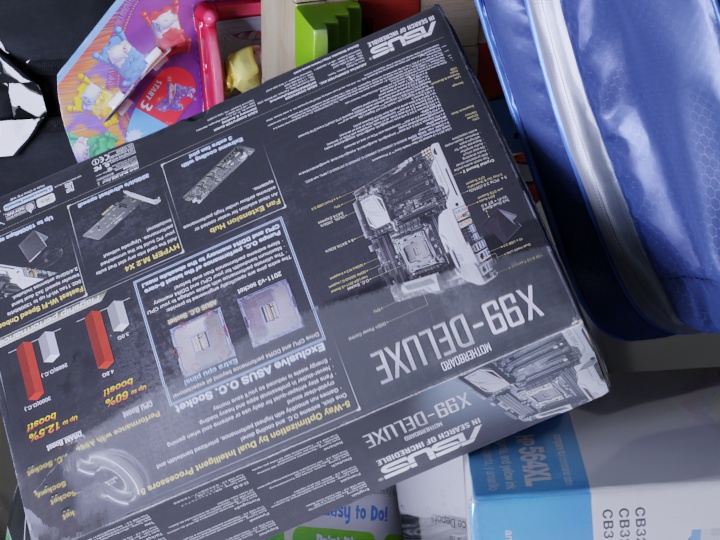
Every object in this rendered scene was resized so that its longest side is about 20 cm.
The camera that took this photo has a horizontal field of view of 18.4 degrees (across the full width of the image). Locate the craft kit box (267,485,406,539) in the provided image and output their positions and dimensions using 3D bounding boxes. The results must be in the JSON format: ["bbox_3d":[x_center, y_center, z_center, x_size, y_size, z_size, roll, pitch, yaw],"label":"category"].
[{"bbox_3d":[-0.026,0.124,0.950,0.048,0.200,0.199,1,82,38],"label":"craft kit box"}]

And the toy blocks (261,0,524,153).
[{"bbox_3d":[0.032,-0.121,0.873,0.100,0.136,0.201,-124,30,-57],"label":"toy blocks"}]

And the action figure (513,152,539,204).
[{"bbox_3d":[0.000,0.000,0.879,0.065,0.200,0.052,16,125,50],"label":"action figure"}]

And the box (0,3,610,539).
[{"bbox_3d":[-0.032,0.010,0.782,0.050,0.199,0.158,63,-176,-52],"label":"box"}]

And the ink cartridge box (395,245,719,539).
[{"bbox_3d":[0.088,0.096,0.934,0.144,0.084,0.201,6,106,52],"label":"ink cartridge box"}]

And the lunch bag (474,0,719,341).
[{"bbox_3d":[0.131,-0.067,0.779,0.132,0.136,0.201,-5,106,54],"label":"lunch bag"}]

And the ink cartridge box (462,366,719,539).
[{"bbox_3d":[0.139,0.111,0.788,0.125,0.199,0.129,-86,-9,-76],"label":"ink cartridge box"}]

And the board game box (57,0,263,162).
[{"bbox_3d":[-0.025,-0.082,0.935,0.200,0.158,0.039,-50,14,4],"label":"board game box"}]

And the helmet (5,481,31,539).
[{"bbox_3d":[-0.080,0.147,1.067,0.191,0.199,0.201,-120,34,-57],"label":"helmet"}]

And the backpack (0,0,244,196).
[{"bbox_3d":[-0.100,-0.086,1.019,0.153,0.199,0.177,-144,49,-67],"label":"backpack"}]
